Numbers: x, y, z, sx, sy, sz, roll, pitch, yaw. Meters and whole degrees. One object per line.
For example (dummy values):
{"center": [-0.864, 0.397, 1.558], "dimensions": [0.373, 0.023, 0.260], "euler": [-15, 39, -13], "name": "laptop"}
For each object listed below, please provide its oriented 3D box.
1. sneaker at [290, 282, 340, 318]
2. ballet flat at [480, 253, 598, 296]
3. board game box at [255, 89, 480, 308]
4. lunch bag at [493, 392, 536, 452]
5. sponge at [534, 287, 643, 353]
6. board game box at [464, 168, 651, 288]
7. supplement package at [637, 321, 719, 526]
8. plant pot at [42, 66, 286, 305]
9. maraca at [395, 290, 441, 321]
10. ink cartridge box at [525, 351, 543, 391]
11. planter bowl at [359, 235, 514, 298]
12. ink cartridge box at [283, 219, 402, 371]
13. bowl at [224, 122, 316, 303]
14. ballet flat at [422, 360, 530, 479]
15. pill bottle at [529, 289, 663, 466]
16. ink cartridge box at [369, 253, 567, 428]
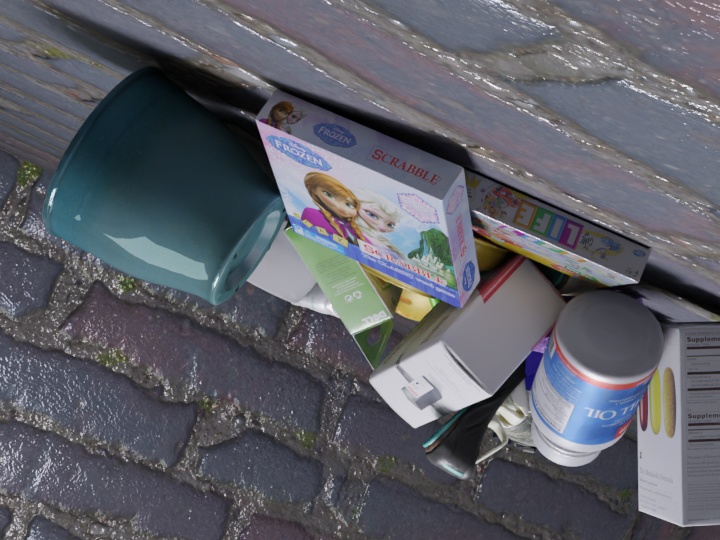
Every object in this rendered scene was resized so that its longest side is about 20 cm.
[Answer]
{"center": [-0.028, -0.019, 1.830], "dimensions": [0.080, 0.071, 0.200], "euler": [7, -145, 15], "name": "sneaker"}
{"center": [0.183, 0.002, 1.665], "dimensions": [0.062, 0.068, 0.200], "euler": [14, 180, -33], "name": "ballet flat"}
{"center": [0.010, -0.064, 1.434], "dimensions": [0.200, 0.041, 0.200], "euler": [24, 157, 22], "name": "board game box"}
{"center": [0.236, 0.143, 2.112], "dimensions": [0.139, 0.200, 0.168], "euler": [19, 173, 39], "name": "lunch bag"}
{"center": [0.211, 0.047, 1.751], "dimensions": [0.200, 0.112, 0.030], "euler": [15, 133, 41], "name": "sponge"}
{"center": [0.164, -0.039, 1.471], "dimensions": [0.200, 0.034, 0.134], "euler": [23, 174, -5], "name": "board game box"}
{"center": [0.356, 0.154, 1.577], "dimensions": [0.109, 0.200, 0.114], "euler": [-1, 180, -13], "name": "supplement package"}
{"center": [-0.181, -0.071, 1.530], "dimensions": [0.188, 0.200, 0.200], "euler": [33, 176, 9], "name": "plant pot"}
{"center": [0.066, -0.003, 1.842], "dimensions": [0.107, 0.137, 0.200], "euler": [-21, -174, -2], "name": "maraca"}
{"center": [0.231, 0.086, 1.836], "dimensions": [0.198, 0.043, 0.200], "euler": [-17, -168, -23], "name": "ink cartridge box"}
{"center": [0.055, -0.025, 1.604], "dimensions": [0.200, 0.084, 0.200], "euler": [24, -173, -3], "name": "planter bowl"}
{"center": [0.000, 0.000, 1.697], "dimensions": [0.200, 0.059, 0.104], "euler": [58, -154, -20], "name": "ink cartridge box"}
{"center": [-0.119, -0.078, 1.717], "dimensions": [0.200, 0.075, 0.200], "euler": [32, -152, -50], "name": "bowl"}
{"center": [0.139, 0.155, 1.662], "dimensions": [0.068, 0.200, 0.068], "euler": [44, 142, -1], "name": "ballet flat"}
{"center": [0.239, 0.120, 1.596], "dimensions": [0.112, 0.112, 0.200], "euler": [22, 144, 9], "name": "pill bottle"}
{"center": [0.112, 0.078, 1.631], "dimensions": [0.085, 0.146, 0.200], "euler": [48, 154, -5], "name": "ink cartridge box"}
